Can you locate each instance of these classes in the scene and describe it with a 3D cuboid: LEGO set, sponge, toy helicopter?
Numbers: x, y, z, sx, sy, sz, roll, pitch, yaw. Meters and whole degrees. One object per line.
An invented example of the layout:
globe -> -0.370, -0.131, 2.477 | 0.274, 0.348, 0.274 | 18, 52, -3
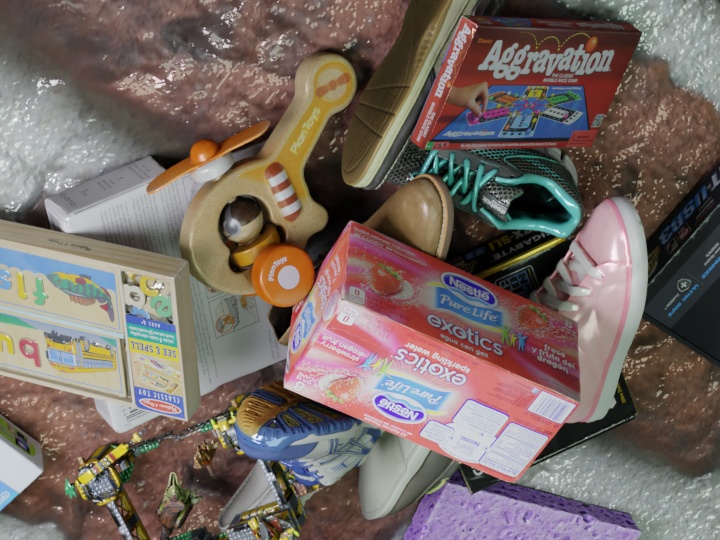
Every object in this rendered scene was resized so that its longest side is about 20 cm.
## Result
LEGO set -> -0.138, 0.192, 1.701 | 0.199, 0.116, 0.154 | -13, 104, 16
sponge -> 0.136, 0.243, 1.899 | 0.199, 0.030, 0.112 | 16, 114, -23
toy helicopter -> -0.071, -0.079, 1.617 | 0.132, 0.079, 0.200 | 33, 82, -27

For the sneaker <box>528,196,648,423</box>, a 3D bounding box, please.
sneaker -> 0.157, 0.036, 1.701 | 0.104, 0.075, 0.201 | -1, 123, -19

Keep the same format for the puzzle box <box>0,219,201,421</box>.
puzzle box -> -0.216, 0.034, 1.617 | 0.199, 0.025, 0.133 | 12, 127, 20

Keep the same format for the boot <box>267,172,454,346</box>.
boot -> 0.000, 0.000, 1.653 | 0.075, 0.074, 0.200 | 2, 142, -38

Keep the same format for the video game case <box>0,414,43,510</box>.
video game case -> -0.383, 0.162, 1.705 | 0.200, 0.045, 0.181 | -42, 120, 11

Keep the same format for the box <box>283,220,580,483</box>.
box -> 0.054, 0.063, 1.611 | 0.199, 0.095, 0.103 | 23, 127, -14

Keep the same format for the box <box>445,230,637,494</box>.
box -> 0.124, 0.070, 1.785 | 0.159, 0.049, 0.200 | -25, 122, -2

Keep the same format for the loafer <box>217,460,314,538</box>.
loafer -> -0.054, 0.138, 1.769 | 0.070, 0.070, 0.200 | 37, 97, -24

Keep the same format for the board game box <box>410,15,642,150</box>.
board game box -> 0.127, -0.139, 1.627 | 0.200, 0.019, 0.103 | -5, 125, -46

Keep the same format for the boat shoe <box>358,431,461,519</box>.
boat shoe -> 0.047, 0.150, 1.757 | 0.060, 0.072, 0.202 | -1, 154, -19

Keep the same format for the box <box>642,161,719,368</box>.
box -> 0.346, -0.007, 1.801 | 0.198, 0.050, 0.200 | 32, 108, -27

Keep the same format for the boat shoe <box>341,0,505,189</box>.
boat shoe -> 0.053, -0.144, 1.607 | 0.065, 0.073, 0.201 | 26, 94, -27

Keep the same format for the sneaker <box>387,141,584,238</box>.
sneaker -> 0.090, -0.075, 1.665 | 0.199, 0.091, 0.078 | 13, 113, -21

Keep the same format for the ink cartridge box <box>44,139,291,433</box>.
ink cartridge box -> -0.138, 0.005, 1.680 | 0.176, 0.045, 0.201 | -23, 124, -21

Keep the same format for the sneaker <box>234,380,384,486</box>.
sneaker -> -0.033, 0.130, 1.645 | 0.200, 0.075, 0.088 | -10, 124, -59
